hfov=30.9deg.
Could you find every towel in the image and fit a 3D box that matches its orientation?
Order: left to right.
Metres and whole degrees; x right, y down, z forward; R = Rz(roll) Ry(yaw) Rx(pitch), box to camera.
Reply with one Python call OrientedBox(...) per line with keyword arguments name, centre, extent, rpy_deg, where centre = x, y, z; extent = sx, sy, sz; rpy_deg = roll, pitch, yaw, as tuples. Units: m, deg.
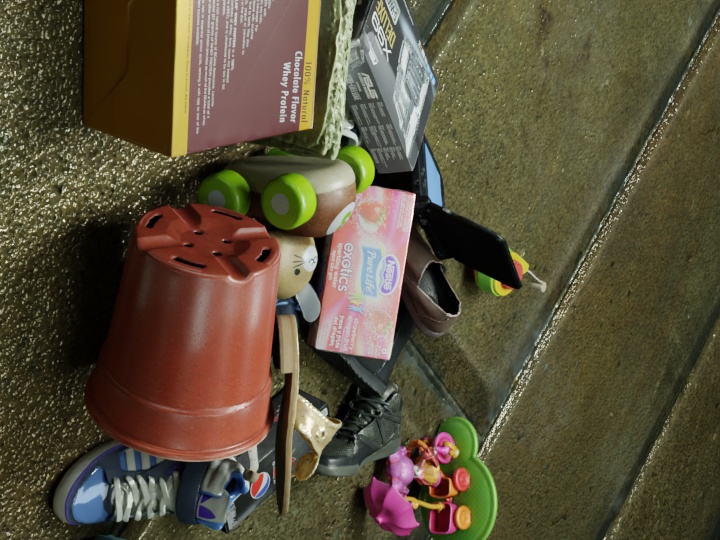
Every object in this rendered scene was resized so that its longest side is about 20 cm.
OrientedBox(name="towel", centre=(-0.070, -0.224, 1.383), extent=(0.036, 0.147, 0.203), rpy_deg=(-14, 114, -51))

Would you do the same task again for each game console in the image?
OrientedBox(name="game console", centre=(0.134, -0.080, 1.663), extent=(0.200, 0.115, 0.178), rpy_deg=(56, 29, -67))

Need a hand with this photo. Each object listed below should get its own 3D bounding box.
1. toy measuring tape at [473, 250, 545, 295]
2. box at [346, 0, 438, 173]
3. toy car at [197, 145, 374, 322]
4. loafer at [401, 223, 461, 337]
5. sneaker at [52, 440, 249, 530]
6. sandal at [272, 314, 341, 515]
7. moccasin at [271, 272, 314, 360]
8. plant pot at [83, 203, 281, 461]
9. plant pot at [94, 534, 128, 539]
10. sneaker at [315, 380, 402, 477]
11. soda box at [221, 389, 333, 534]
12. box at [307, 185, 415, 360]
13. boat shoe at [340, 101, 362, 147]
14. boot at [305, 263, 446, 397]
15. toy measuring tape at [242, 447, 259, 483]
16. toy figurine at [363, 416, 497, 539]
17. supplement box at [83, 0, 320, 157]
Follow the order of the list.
OrientedBox(name="toy measuring tape", centre=(0.220, 0.014, 1.944), extent=(0.200, 0.073, 0.074), rpy_deg=(35, 78, -54))
OrientedBox(name="box", centre=(0.027, -0.241, 1.528), extent=(0.201, 0.049, 0.159), rpy_deg=(64, 32, -41))
OrientedBox(name="toy car", centre=(-0.074, -0.023, 1.425), extent=(0.164, 0.156, 0.203), rpy_deg=(-32, 123, -57))
OrientedBox(name="loafer", centre=(0.073, -0.013, 1.674), extent=(0.073, 0.071, 0.201), rpy_deg=(-38, 97, -36))
OrientedBox(name="sneaker", centre=(-0.214, 0.241, 1.414), extent=(0.199, 0.145, 0.082), rpy_deg=(-19, 122, -48))
OrientedBox(name="sandal", centre=(-0.053, 0.152, 1.368), extent=(0.069, 0.078, 0.215), rpy_deg=(-2, 97, -12))
OrientedBox(name="moccasin", centre=(-0.097, 0.061, 1.551), extent=(0.202, 0.068, 0.080), rpy_deg=(-63, 144, -10))
OrientedBox(name="plant pot", centre=(-0.168, 0.052, 1.311), extent=(0.200, 0.200, 0.197), rpy_deg=(-20, 132, -47))
OrientedBox(name="plant pot", centre=(-0.251, 0.395, 1.420), extent=(0.200, 0.198, 0.190), rpy_deg=(35, 63, -54))
OrientedBox(name="sneaker", centre=(-0.006, 0.206, 1.744), extent=(0.199, 0.076, 0.116), rpy_deg=(-15, 117, -53))
OrientedBox(name="soda box", centre=(-0.124, 0.228, 1.595), extent=(0.200, 0.070, 0.064), rpy_deg=(-38, 135, -37))
OrientedBox(name="box", centre=(0.000, 0.000, 1.569), extent=(0.103, 0.093, 0.203), rpy_deg=(175, -76, -83))
OrientedBox(name="boat shoe", centre=(-0.026, -0.163, 1.536), extent=(0.073, 0.066, 0.202), rpy_deg=(37, 74, -54))
OrientedBox(name="boot", centre=(0.023, 0.042, 1.706), extent=(0.201, 0.065, 0.165), rpy_deg=(-60, 140, -15))
OrientedBox(name="toy measuring tape", centre=(-0.159, 0.143, 1.463), extent=(0.073, 0.073, 0.202), rpy_deg=(21, 55, -55))
OrientedBox(name="toy figurine", centre=(0.086, 0.310, 1.892), extent=(0.183, 0.149, 0.203), rpy_deg=(10, 77, -45))
OrientedBox(name="supplement box", centre=(-0.152, -0.235, 1.275), extent=(0.199, 0.132, 0.200), rpy_deg=(-19, 121, -47))
